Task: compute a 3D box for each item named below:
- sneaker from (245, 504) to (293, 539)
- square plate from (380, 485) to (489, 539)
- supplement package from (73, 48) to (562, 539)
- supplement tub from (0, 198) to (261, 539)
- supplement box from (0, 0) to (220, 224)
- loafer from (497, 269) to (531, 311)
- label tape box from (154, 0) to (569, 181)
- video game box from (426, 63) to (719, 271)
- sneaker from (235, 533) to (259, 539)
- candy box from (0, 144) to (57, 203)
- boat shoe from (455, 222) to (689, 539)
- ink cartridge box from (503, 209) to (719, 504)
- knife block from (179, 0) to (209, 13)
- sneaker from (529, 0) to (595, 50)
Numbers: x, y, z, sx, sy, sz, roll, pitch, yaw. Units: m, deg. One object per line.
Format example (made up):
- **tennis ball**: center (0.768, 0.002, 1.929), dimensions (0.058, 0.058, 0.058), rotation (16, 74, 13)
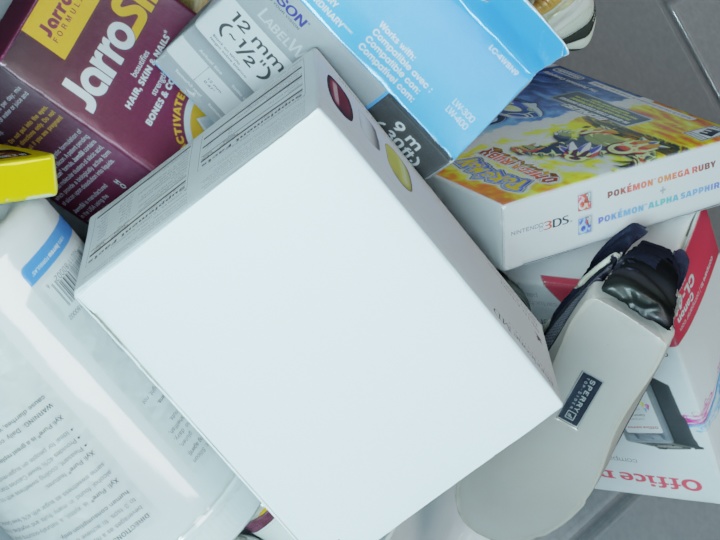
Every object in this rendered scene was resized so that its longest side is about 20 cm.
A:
- **sneaker**: center (-0.017, 0.066, 1.387), dimensions (0.090, 0.075, 0.200), rotation (32, 55, -19)
- **square plate**: center (0.036, 0.158, 1.400), dimensions (0.199, 0.028, 0.200), rotation (86, 25, -46)
- **supplement package**: center (-0.020, 0.020, 1.229), dimensions (0.200, 0.156, 0.111), rotation (50, 12, -18)
- **supplement tub**: center (-0.156, 0.071, 1.262), dimensions (0.200, 0.132, 0.132), rotation (51, 47, -15)
- **supplement box**: center (-0.118, -0.082, 1.368), dimensions (0.200, 0.086, 0.111), rotation (35, 55, -15)
- **loafer**: center (-0.007, 0.029, 1.347), dimensions (0.199, 0.072, 0.063), rotation (-6, 31, -15)
- **label tape box**: center (-0.003, -0.114, 1.275), dimensions (0.143, 0.200, 0.066), rotation (46, 58, -9)
- **video game box**: center (0.095, -0.068, 1.430), dimensions (0.182, 0.200, 0.047), rotation (-19, 117, -30)
- **sneaker**: center (-0.099, 0.221, 1.299), dimensions (0.081, 0.075, 0.200), rotation (29, 51, -14)
- **candy box**: center (-0.263, -0.040, 1.205), dimensions (0.199, 0.102, 0.027), rotation (-9, 99, -32)
- **boat shoe**: center (0.124, 0.064, 1.361), dimensions (0.075, 0.200, 0.093), rotation (33, 36, -1)
- **ink cartridge box**: center (0.154, 0.046, 1.489), dimensions (0.086, 0.147, 0.200), rotation (-61, 143, -36)
- **knife block**: center (-0.065, -0.232, 1.388), dimensions (0.064, 0.175, 0.201), rotation (-7, 80, -34)
- **sneaker**: center (0.049, -0.131, 1.458), dimensions (0.088, 0.199, 0.076), rotation (47, 32, -58)
